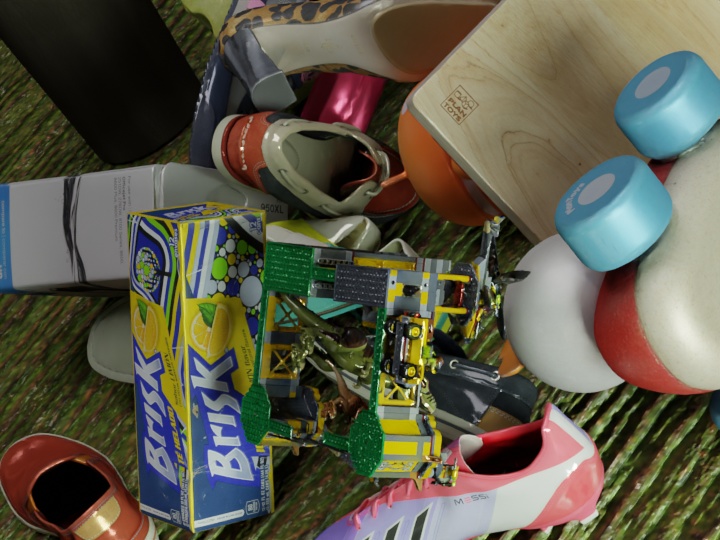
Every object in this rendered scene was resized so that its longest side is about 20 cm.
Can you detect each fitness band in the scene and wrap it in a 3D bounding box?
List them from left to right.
[{"bbox_3d":[-0.007,-0.148,1.690,0.144,0.037,0.201,-152,85,-81],"label":"fitness band"}]

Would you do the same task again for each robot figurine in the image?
[{"bbox_3d":[0.110,-0.101,1.530,0.199,0.117,0.145,-22,49,21],"label":"robot figurine"}]

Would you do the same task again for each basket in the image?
[{"bbox_3d":[-0.233,-0.202,1.914,0.136,0.200,0.180,-35,30,-1],"label":"basket"}]

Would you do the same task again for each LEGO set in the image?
[{"bbox_3d":[0.023,0.051,1.301,0.200,0.115,0.155,-7,80,59],"label":"LEGO set"}]

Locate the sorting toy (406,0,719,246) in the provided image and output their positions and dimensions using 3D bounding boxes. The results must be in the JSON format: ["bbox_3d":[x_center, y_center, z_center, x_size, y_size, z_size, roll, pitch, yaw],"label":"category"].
[{"bbox_3d":[0.156,-0.100,1.424,0.199,0.200,0.070,-46,8,-13],"label":"sorting toy"}]

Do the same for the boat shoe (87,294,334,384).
[{"bbox_3d":[-0.110,0.049,1.589,0.200,0.060,0.072,-9,70,38],"label":"boat shoe"}]

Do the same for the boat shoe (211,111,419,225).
[{"bbox_3d":[-0.017,-0.072,1.564,0.062,0.199,0.072,1,81,40],"label":"boat shoe"}]

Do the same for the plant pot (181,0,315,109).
[{"bbox_3d":[-0.041,-0.241,1.823,0.184,0.200,0.200,-44,31,3],"label":"plant pot"}]

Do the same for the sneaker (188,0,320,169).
[{"bbox_3d":[-0.071,-0.151,1.679,0.082,0.070,0.201,17,62,4],"label":"sneaker"}]

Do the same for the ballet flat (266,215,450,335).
[{"bbox_3d":[0.000,0.000,1.532,0.067,0.067,0.200,-53,42,-1],"label":"ballet flat"}]

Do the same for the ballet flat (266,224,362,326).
[{"bbox_3d":[-0.070,0.010,1.477,0.199,0.071,0.067,-19,15,32],"label":"ballet flat"}]

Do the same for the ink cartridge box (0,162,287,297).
[{"bbox_3d":[-0.172,-0.026,1.655,0.199,0.144,0.085,-5,85,40],"label":"ink cartridge box"}]

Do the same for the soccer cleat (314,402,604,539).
[{"bbox_3d":[0.047,0.134,1.302,0.199,0.077,0.067,-20,33,21],"label":"soccer cleat"}]

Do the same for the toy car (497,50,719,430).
[{"bbox_3d":[0.155,0.005,1.296,0.199,0.184,0.177,-17,32,47],"label":"toy car"}]

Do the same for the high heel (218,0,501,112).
[{"bbox_3d":[-0.004,-0.181,1.597,0.199,0.072,0.143,-20,28,-7],"label":"high heel"}]

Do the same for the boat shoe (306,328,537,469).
[{"bbox_3d":[0.037,0.068,1.400,0.200,0.075,0.062,22,79,48],"label":"boat shoe"}]

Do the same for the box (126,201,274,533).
[{"bbox_3d":[-0.102,0.061,1.426,0.070,0.201,0.064,-10,13,-38],"label":"box"}]

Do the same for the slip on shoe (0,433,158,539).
[{"bbox_3d":[-0.203,0.151,1.530,0.074,0.061,0.200,-43,30,-11],"label":"slip on shoe"}]
